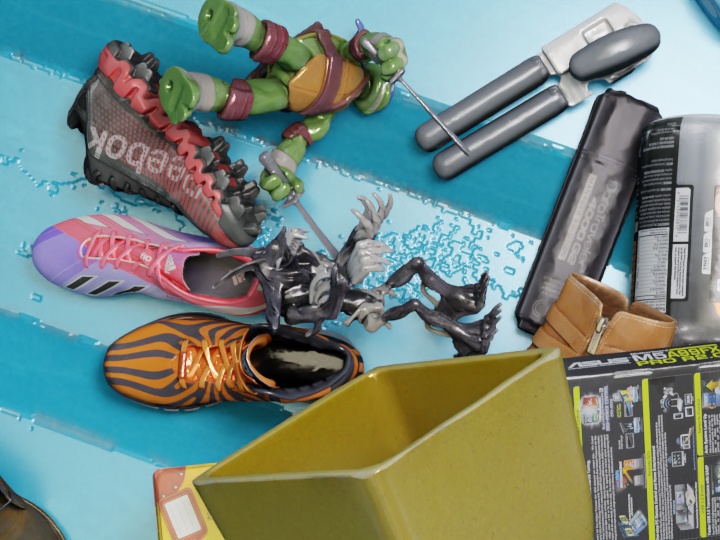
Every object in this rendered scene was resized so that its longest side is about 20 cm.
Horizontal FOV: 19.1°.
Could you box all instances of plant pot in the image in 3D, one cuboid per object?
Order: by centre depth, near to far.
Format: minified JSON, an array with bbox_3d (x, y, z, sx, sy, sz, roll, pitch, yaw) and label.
[{"bbox_3d":[0.044,0.187,1.461,0.195,0.194,0.200,-31,104,-40],"label":"plant pot"}]

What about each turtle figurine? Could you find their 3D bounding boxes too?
[{"bbox_3d":[-0.034,-0.117,1.565,0.194,0.144,0.200,11,66,-37],"label":"turtle figurine"}]

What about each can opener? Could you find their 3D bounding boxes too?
[{"bbox_3d":[0.133,-0.140,1.629,0.200,0.066,0.053,-31,80,5],"label":"can opener"}]

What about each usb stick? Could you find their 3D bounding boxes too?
[{"bbox_3d":[0.174,-0.042,1.631,0.055,0.033,0.200,21,86,-2],"label":"usb stick"}]

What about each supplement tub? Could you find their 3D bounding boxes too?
[{"bbox_3d":[0.262,-0.009,1.577,0.122,0.123,0.200,3,85,3],"label":"supplement tub"}]

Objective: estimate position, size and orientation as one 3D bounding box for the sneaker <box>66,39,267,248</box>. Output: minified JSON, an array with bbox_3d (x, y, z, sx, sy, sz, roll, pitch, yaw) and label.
[{"bbox_3d":[-0.153,-0.079,1.622,0.098,0.071,0.200,-44,69,11],"label":"sneaker"}]

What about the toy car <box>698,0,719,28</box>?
[{"bbox_3d":[0.312,-0.299,1.564,0.184,0.200,0.177,-33,83,-1],"label":"toy car"}]

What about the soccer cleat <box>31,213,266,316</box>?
[{"bbox_3d":[-0.156,-0.006,1.619,0.200,0.076,0.067,11,85,8],"label":"soccer cleat"}]

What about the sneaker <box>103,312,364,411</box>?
[{"bbox_3d":[-0.098,0.064,1.594,0.200,0.112,0.078,-3,84,3],"label":"sneaker"}]

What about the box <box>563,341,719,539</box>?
[{"bbox_3d":[0.221,0.153,1.502,0.160,0.044,0.200,-6,106,-4],"label":"box"}]

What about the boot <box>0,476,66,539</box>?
[{"bbox_3d":[-0.285,0.187,1.599,0.075,0.097,0.200,-41,83,-1],"label":"boot"}]

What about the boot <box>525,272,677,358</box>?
[{"bbox_3d":[0.132,0.073,1.565,0.200,0.074,0.155,19,109,20],"label":"boot"}]

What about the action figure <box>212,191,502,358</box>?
[{"bbox_3d":[0.000,0.000,1.541,0.200,0.119,0.102,15,123,-11],"label":"action figure"}]

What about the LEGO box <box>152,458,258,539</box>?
[{"bbox_3d":[-0.096,0.241,1.558,0.077,0.149,0.200,-6,84,2],"label":"LEGO box"}]
